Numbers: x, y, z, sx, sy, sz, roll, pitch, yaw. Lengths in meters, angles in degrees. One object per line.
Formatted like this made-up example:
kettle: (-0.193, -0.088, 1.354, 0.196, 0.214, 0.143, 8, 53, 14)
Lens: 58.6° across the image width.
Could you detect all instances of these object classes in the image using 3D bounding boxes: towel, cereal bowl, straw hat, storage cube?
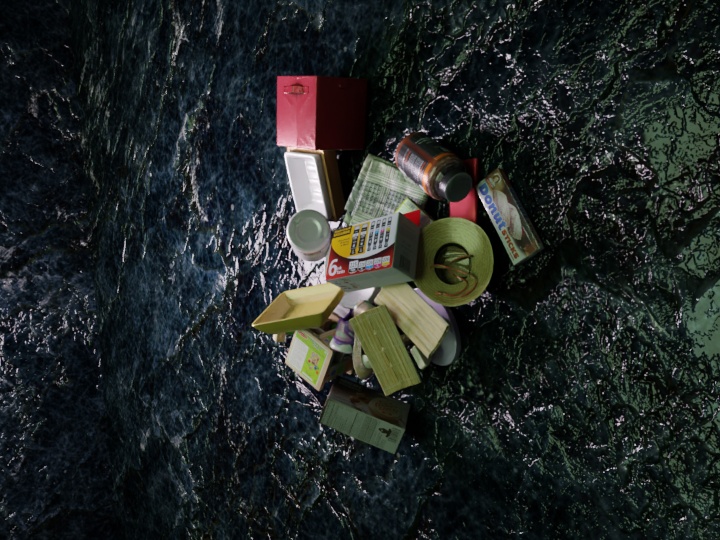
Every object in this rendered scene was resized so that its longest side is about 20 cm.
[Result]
towel: (0.061, -0.166, 1.572, 0.199, 0.034, 0.194, 26, 103, 24)
cereal bowl: (0.000, 0.000, 1.657, 0.199, 0.083, 0.202, 1, 91, 47)
straw hat: (0.207, -0.009, 1.425, 0.200, 0.085, 0.203, -6, 73, 18)
storage cube: (-0.099, -0.411, 1.675, 0.170, 0.199, 0.181, 16, 109, 44)

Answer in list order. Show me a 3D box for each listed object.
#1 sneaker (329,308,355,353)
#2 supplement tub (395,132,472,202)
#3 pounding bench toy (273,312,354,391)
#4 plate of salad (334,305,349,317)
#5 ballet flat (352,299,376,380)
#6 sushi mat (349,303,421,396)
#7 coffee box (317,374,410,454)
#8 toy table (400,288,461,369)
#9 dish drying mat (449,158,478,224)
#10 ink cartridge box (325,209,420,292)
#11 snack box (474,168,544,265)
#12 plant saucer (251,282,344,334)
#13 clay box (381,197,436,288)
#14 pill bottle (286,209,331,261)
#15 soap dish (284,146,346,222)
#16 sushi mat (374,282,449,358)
sneaker: (0.006, 0.130, 1.568, 0.080, 0.200, 0.089, 16, 112, 34)
supplement tub: (0.166, -0.227, 1.437, 0.200, 0.106, 0.107, 50, 126, 47)
pounding bench toy: (-0.109, 0.181, 1.655, 0.200, 0.156, 0.125, 34, 120, 27)
plate of salad: (-0.069, 0.177, 1.754, 0.199, 0.048, 0.202, 9, 105, 36)
ballet flat: (0.018, 0.170, 1.489, 0.067, 0.068, 0.201, 15, 117, 48)
sushi mat: (0.056, 0.179, 1.442, 0.095, 0.012, 0.201, -23, 96, 23)
coffee box: (0.011, 0.348, 1.563, 0.199, 0.114, 0.080, 22, 111, 3)
toy table: (0.136, 0.135, 1.495, 0.200, 0.117, 0.184, 52, 125, 31)
dish drying mat: (0.235, -0.150, 1.455, 0.077, 0.018, 0.202, 3, 93, 47)
ink cartridge box: (0.029, -0.057, 1.446, 0.199, 0.084, 0.177, -12, 60, 40)
snack box: (0.315, -0.115, 1.366, 0.072, 0.024, 0.201, -40, 63, 40)
plant saucer: (-0.139, 0.097, 1.588, 0.199, 0.200, 0.049, -12, 108, 22)
clay box: (0.092, -0.059, 1.520, 0.115, 0.048, 0.200, 44, 104, 13)
pill bottle: (-0.132, -0.086, 1.707, 0.200, 0.113, 0.114, 99, 162, -81)
soap dish: (-0.119, -0.239, 1.737, 0.157, 0.081, 0.201, 17, 126, 45)
sushi mat: (0.111, 0.094, 1.416, 0.200, 0.012, 0.096, 46, 120, 35)
